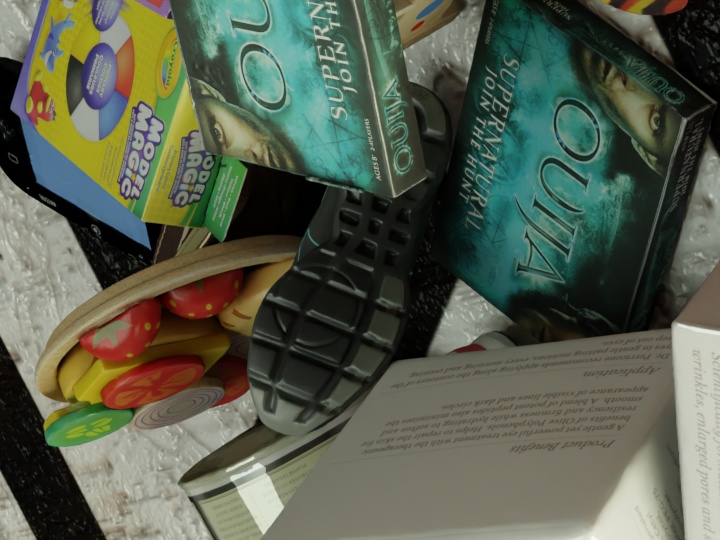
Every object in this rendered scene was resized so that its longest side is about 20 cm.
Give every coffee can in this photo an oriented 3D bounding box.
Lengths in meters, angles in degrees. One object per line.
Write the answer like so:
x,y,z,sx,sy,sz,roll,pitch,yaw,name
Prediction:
0.005,0.174,1.692,0.146,0.146,0.200,-23,98,55,coffee can

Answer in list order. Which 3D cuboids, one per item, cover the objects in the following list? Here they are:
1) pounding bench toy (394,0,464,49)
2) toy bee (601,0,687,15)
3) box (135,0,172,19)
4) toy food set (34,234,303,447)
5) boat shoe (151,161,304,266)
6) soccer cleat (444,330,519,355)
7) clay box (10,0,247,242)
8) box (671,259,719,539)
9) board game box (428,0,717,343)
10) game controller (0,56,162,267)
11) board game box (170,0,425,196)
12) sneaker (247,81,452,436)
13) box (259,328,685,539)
-0.022,-0.217,1.447,0.200,0.124,0.156,52,145,8,pounding bench toy
0.111,-0.202,1.312,0.131,0.109,0.200,-94,8,-59,toy bee
-0.126,-0.183,1.593,0.200,0.137,0.039,32,103,32,box
-0.091,0.039,1.668,0.198,0.200,0.049,-47,61,54,toy food set
-0.080,-0.054,1.678,0.072,0.072,0.200,51,133,30,boat shoe
0.081,0.135,1.624,0.068,0.073,0.200,17,129,62,soccer cleat
-0.123,-0.105,1.645,0.200,0.048,0.115,38,115,50,clay box
0.257,0.087,1.294,0.200,0.131,0.199,10,125,27,box
0.106,-0.046,1.505,0.135,0.028,0.200,39,141,26,board game box
-0.166,-0.061,1.813,0.200,0.042,0.104,30,136,35,game controller
-0.042,-0.139,1.382,0.135,0.028,0.200,15,126,42,board game box
0.000,0.000,1.546,0.075,0.200,0.079,23,166,6,sneaker
0.095,0.159,1.435,0.199,0.171,0.200,-8,118,35,box
